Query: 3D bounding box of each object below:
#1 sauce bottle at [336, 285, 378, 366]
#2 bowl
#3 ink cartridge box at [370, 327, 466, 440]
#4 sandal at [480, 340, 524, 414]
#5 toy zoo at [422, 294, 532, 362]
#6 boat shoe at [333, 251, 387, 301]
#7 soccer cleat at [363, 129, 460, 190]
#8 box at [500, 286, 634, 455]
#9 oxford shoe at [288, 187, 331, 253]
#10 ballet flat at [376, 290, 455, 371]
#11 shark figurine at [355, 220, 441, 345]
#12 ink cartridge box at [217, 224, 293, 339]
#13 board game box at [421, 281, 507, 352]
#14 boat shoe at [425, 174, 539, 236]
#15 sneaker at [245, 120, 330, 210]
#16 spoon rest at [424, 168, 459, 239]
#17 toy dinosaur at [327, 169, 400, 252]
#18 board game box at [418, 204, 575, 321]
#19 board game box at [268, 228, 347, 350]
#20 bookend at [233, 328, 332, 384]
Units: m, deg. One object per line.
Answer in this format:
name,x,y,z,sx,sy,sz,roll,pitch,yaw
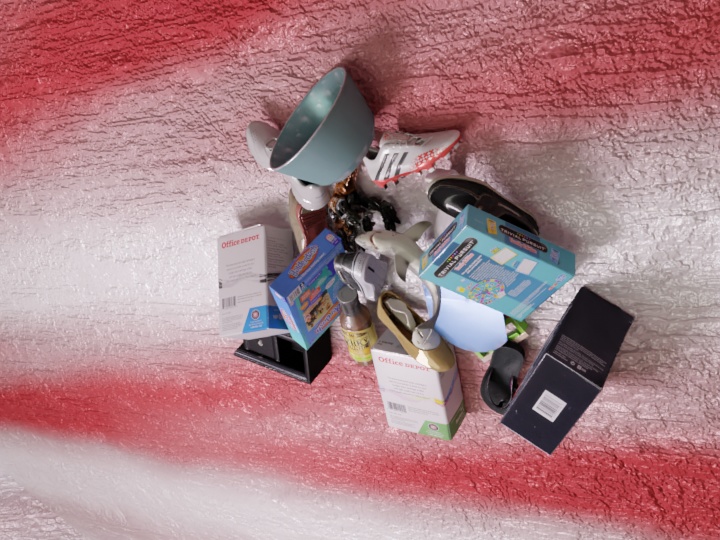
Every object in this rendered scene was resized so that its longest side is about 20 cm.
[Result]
sauce bottle,-0.007,0.106,1.798,0.064,0.065,0.201,14,146,26
bowl,-0.050,-0.220,1.529,0.105,0.202,0.200,34,141,-21
ink cartridge box,0.115,0.217,1.816,0.143,0.084,0.202,8,128,31
sandal,0.256,0.208,1.716,0.074,0.048,0.202,12,138,14
toy zoo,0.198,0.066,1.680,0.200,0.020,0.131,46,137,-5
boat shoe,0.000,0.000,1.685,0.070,0.073,0.200,17,167,15
soccer cleat,0.078,-0.197,1.525,0.199,0.069,0.086,-19,112,48
box,0.339,0.165,1.539,0.103,0.182,0.201,32,136,10
oxford shoe,-0.094,-0.074,1.765,0.075,0.070,0.202,48,153,42
ballet flat,0.096,0.109,1.714,0.200,0.068,0.063,40,153,34
shark figurine,0.094,0.007,1.610,0.216,0.127,0.089,57,163,3
ink cartridge box,-0.203,0.025,1.821,0.145,0.084,0.203,-11,76,41
board game box,0.186,0.046,1.632,0.157,0.039,0.202,6,120,38
boat shoe,0.195,-0.090,1.474,0.198,0.068,0.072,25,123,-12
sneaker,-0.125,-0.198,1.638,0.200,0.074,0.087,43,164,12
spoon rest,0.158,-0.096,1.564,0.098,0.061,0.201,12,143,30
toy dinosaur,-0.016,-0.105,1.654,0.135,0.102,0.201,35,162,32
board game box,0.214,-0.008,1.475,0.198,0.047,0.151,23,139,-16
board game box,-0.081,0.037,1.719,0.045,0.152,0.201,34,159,27
bookend,-0.168,0.105,1.927,0.197,0.092,0.202,18,131,24
